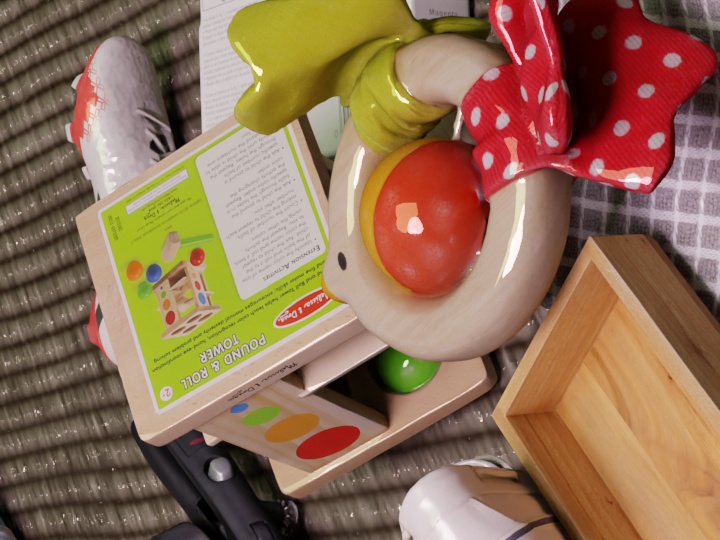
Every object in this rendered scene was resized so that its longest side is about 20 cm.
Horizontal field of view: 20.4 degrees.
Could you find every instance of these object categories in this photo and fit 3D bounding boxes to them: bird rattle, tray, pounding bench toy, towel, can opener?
[{"bbox_3d":[0.045,-0.044,0.795,0.199,0.112,0.164,20,106,42],"label":"bird rattle"},{"bbox_3d":[0.127,0.090,0.743,0.200,0.037,0.099,57,136,36],"label":"tray"},{"bbox_3d":[0.000,0.000,0.956,0.199,0.156,0.125,-31,61,18],"label":"pounding bench toy"},{"bbox_3d":[0.134,-0.056,0.815,0.200,0.085,0.167,14,102,53],"label":"towel"},{"bbox_3d":[-0.092,0.119,1.142,0.200,0.078,0.064,-125,40,-50],"label":"can opener"}]

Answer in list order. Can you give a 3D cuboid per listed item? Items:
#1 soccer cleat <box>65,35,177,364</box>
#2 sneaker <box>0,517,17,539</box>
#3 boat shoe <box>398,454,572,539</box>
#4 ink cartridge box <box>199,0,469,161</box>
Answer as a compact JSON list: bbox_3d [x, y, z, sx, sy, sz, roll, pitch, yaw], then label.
[{"bbox_3d":[-0.126,-0.039,1.190,0.085,0.068,0.201,3,95,45],"label":"soccer cleat"},{"bbox_3d":[-0.315,0.212,1.429,0.200,0.079,0.131,-51,52,28],"label":"sneaker"},{"bbox_3d":[0.055,0.112,0.844,0.072,0.200,0.066,-39,77,9],"label":"boat shoe"},{"bbox_3d":[-0.020,-0.142,1.060,0.200,0.043,0.175,-8,82,54],"label":"ink cartridge box"}]
